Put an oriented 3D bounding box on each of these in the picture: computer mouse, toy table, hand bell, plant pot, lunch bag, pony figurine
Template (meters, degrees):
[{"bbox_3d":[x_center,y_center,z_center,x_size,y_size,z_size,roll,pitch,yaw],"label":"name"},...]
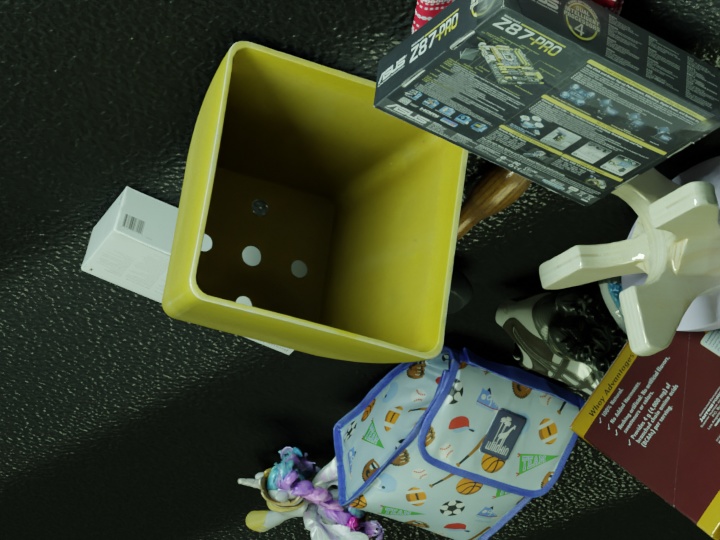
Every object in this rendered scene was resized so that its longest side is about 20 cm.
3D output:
[{"bbox_3d":[0.000,0.000,1.794,0.200,0.034,0.059,11,150,0],"label":"computer mouse"},{"bbox_3d":[0.239,-0.025,1.590,0.117,0.184,0.200,3,146,-36],"label":"toy table"},{"bbox_3d":[0.075,-0.033,1.670,0.104,0.104,0.200,26,126,-35],"label":"hand bell"},{"bbox_3d":[-0.052,-0.030,1.586,0.200,0.200,0.176,15,160,-20],"label":"plant pot"},{"bbox_3d":[0.096,0.162,1.982,0.170,0.124,0.200,22,129,-29],"label":"lunch bag"},{"bbox_3d":[-0.032,0.246,2.137,0.193,0.167,0.200,12,166,0],"label":"pony figurine"}]

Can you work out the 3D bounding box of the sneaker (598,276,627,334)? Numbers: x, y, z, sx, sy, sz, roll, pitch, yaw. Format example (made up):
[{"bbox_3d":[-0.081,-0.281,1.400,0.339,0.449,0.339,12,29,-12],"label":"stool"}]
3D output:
[{"bbox_3d":[0.263,0.053,1.816,0.200,0.075,0.087,35,156,-34],"label":"sneaker"}]

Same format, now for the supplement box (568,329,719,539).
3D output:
[{"bbox_3d":[0.318,0.115,1.688,0.133,0.197,0.200,32,-176,-36],"label":"supplement box"}]

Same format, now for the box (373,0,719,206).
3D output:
[{"bbox_3d":[0.134,-0.127,1.471,0.200,0.049,0.161,23,149,-24],"label":"box"}]

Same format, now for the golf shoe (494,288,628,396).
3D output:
[{"bbox_3d":[0.192,0.068,1.862,0.094,0.078,0.200,6,155,34],"label":"golf shoe"}]

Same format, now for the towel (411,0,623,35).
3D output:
[{"bbox_3d":[0.111,-0.182,1.454,0.144,0.023,0.200,5,151,-2],"label":"towel"}]

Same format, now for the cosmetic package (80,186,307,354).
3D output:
[{"bbox_3d":[-0.128,0.001,1.759,0.200,0.051,0.083,24,144,-18],"label":"cosmetic package"}]
